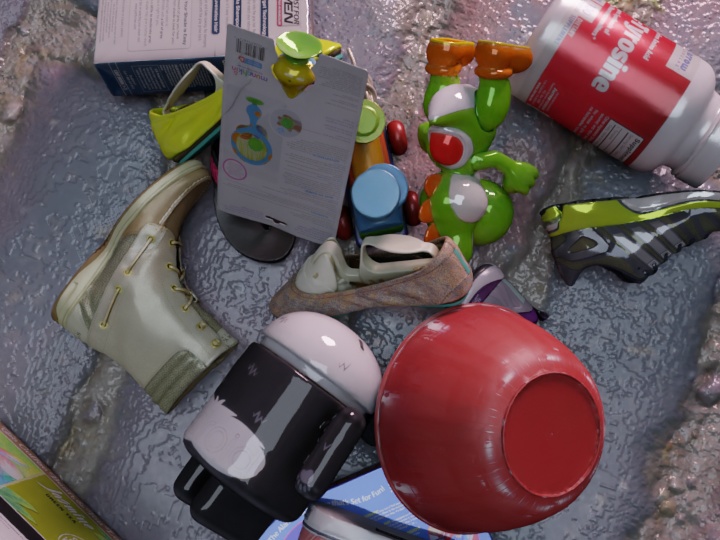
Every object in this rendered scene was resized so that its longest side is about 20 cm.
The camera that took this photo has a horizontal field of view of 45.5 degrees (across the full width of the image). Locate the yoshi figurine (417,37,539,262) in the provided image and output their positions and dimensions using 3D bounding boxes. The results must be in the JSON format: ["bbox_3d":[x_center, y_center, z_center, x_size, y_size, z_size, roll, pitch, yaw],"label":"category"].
[{"bbox_3d":[0.103,-0.104,0.778,0.111,0.112,0.201,4,104,-7],"label":"yoshi figurine"}]

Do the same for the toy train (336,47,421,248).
[{"bbox_3d":[0.001,-0.128,0.782,0.084,0.116,0.201,-11,83,0],"label":"toy train"}]

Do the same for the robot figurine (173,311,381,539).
[{"bbox_3d":[-0.067,0.132,0.732,0.150,0.125,0.200,33,80,18],"label":"robot figurine"}]

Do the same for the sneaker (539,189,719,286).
[{"bbox_3d":[0.269,-0.030,0.794,0.199,0.074,0.081,-5,92,7],"label":"sneaker"}]

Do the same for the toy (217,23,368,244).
[{"bbox_3d":[-0.058,-0.115,0.726,0.115,0.200,0.047,19,52,5],"label":"toy"}]

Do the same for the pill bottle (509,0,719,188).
[{"bbox_3d":[0.244,-0.163,0.782,0.200,0.112,0.112,32,85,5],"label":"pill bottle"}]

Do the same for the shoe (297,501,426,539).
[{"bbox_3d":[0.034,0.271,0.713,0.199,0.071,0.091,19,85,9],"label":"shoe"}]

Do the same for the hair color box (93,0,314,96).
[{"bbox_3d":[-0.145,-0.227,0.817,0.199,0.061,0.100,-3,70,2],"label":"hair color box"}]

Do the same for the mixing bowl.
[{"bbox_3d":[0.124,0.127,0.699,0.199,0.108,0.201,1,89,-27],"label":"mixing bowl"}]

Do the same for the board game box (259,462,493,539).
[{"bbox_3d":[0.015,0.249,0.771,0.199,0.045,0.135,-22,83,-1],"label":"board game box"}]

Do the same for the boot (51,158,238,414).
[{"bbox_3d":[-0.167,0.014,0.792,0.155,0.072,0.200,39,91,6],"label":"boot"}]

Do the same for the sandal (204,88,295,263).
[{"bbox_3d":[-0.112,-0.103,0.817,0.075,0.045,0.201,-13,83,-1],"label":"sandal"}]

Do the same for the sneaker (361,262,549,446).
[{"bbox_3d":[0.086,0.092,0.777,0.087,0.074,0.200,38,85,1],"label":"sneaker"}]

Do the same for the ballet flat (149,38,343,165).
[{"bbox_3d":[-0.111,-0.165,0.762,0.200,0.067,0.067,-28,100,24],"label":"ballet flat"}]

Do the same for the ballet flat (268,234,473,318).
[{"bbox_3d":[0.000,0.000,0.765,0.199,0.067,0.068,-9,38,20],"label":"ballet flat"}]

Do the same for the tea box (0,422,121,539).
[{"bbox_3d":[-0.318,0.240,0.704,0.200,0.197,0.134,42,86,5],"label":"tea box"}]
